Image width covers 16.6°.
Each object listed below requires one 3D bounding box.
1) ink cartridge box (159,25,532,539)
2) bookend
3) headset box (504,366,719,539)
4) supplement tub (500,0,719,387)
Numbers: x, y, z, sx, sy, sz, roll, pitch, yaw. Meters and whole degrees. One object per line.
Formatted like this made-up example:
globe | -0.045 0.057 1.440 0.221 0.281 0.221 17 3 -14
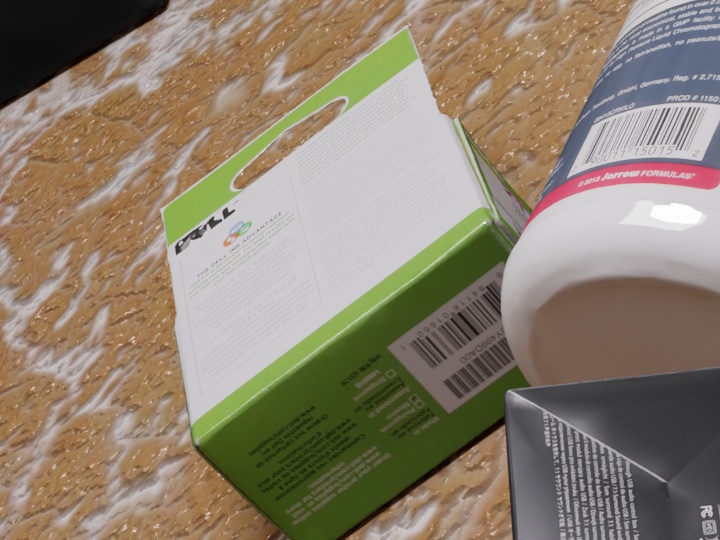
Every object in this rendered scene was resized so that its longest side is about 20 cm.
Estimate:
ink cartridge box | 0.000 0.000 1.024 0.148 0.076 0.200 -37 27 11
bookend | -0.210 -0.208 1.561 0.199 0.092 0.200 -27 31 27
headset box | 0.084 0.144 0.596 0.075 0.200 0.149 -6 42 5
supplement tub | 0.142 -0.036 0.822 0.140 0.140 0.200 -11 41 45
